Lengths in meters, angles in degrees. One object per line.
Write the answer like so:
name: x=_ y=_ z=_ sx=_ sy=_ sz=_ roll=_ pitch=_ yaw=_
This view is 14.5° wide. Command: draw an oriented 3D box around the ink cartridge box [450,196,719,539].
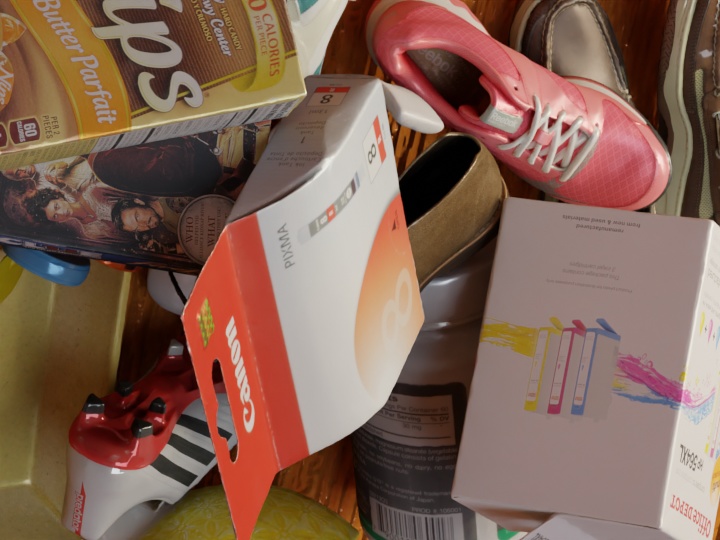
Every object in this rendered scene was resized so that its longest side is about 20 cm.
ink cartridge box: x=0.139 y=0.075 z=1.599 sx=0.129 sy=0.125 sz=0.201 roll=33 pitch=65 yaw=-66

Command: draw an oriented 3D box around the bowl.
bowl: x=-0.107 y=0.185 z=1.639 sx=0.200 sy=0.200 sz=0.108 roll=-44 pitch=88 yaw=-6

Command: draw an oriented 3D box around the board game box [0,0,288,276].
board game box: x=-0.109 y=-0.103 z=1.417 sx=0.135 sy=0.035 sz=0.201 roll=9 pitch=82 yaw=-9

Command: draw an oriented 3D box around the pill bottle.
pill bottle: x=0.047 y=0.067 z=1.689 sx=0.113 sy=0.113 sz=0.201 roll=-20 pitch=124 yaw=-24

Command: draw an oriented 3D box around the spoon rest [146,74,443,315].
spoon rest: x=-0.042 y=-0.042 z=1.592 sx=0.200 sy=0.061 sz=0.099 roll=-42 pitch=147 yaw=24

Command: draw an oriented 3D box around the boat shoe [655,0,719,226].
boat shoe: x=0.222 y=-0.106 z=1.717 sx=0.075 sy=0.075 sz=0.203 roll=-63 pitch=160 yaw=-44

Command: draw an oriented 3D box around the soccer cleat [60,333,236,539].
soccer cleat: x=-0.104 y=0.090 z=1.601 sx=0.200 sy=0.068 sz=0.085 roll=-30 pitch=144 yaw=-57

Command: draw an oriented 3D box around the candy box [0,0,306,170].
candy box: x=-0.136 y=-0.116 z=1.365 sx=0.199 sy=0.055 sz=0.116 roll=-12 pitch=86 yaw=-13

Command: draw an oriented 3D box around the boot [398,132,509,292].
boot: x=0.000 y=0.000 z=1.567 sx=0.200 sy=0.074 sz=0.076 roll=-46 pitch=158 yaw=-10

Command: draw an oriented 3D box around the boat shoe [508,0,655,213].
boat shoe: x=0.144 y=-0.078 z=1.690 sx=0.075 sy=0.075 sz=0.203 roll=-29 pitch=127 yaw=-18

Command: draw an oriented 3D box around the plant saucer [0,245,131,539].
plant saucer: x=-0.233 y=0.067 z=1.547 sx=0.199 sy=0.048 sz=0.201 roll=-5 pitch=116 yaw=-32

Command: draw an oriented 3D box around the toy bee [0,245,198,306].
toy bee: x=-0.150 y=-0.026 z=1.483 sx=0.131 sy=0.109 sz=0.200 roll=-41 pitch=99 yaw=7

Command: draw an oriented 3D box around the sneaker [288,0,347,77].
sneaker: x=-0.043 y=-0.179 z=1.540 sx=0.093 sy=0.070 sz=0.201 roll=-18 pitch=123 yaw=-45

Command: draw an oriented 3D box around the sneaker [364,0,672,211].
sneaker: x=0.086 y=-0.085 z=1.601 sx=0.200 sy=0.087 sz=0.074 roll=30 pitch=108 yaw=-8

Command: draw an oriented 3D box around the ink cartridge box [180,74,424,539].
ink cartridge box: x=-0.024 y=0.021 z=1.415 sx=0.200 sy=0.050 sz=0.163 roll=-68 pitch=154 yaw=-49
